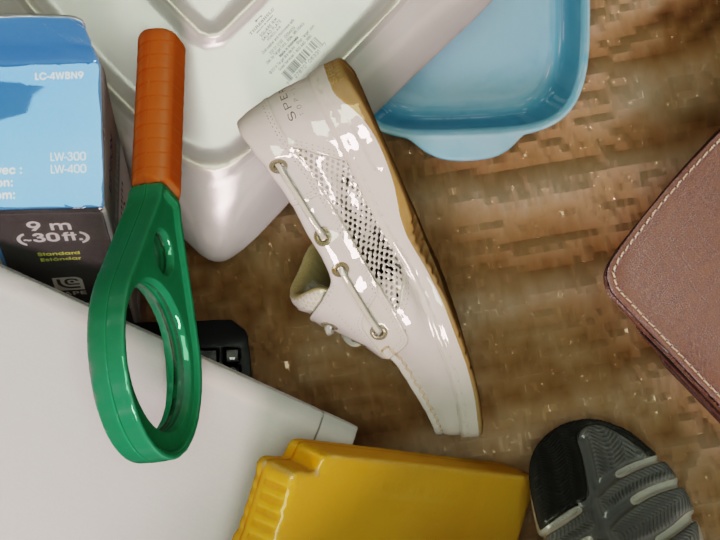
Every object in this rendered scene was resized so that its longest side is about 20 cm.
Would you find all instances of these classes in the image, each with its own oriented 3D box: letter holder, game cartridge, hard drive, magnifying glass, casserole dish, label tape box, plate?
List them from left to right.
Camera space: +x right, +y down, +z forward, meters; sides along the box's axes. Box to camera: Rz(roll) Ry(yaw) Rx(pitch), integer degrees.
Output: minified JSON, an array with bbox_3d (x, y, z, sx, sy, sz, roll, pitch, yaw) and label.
[{"bbox_3d":[-0.177,-0.034,0.862,0.143,0.200,0.066,-1,65,0],"label":"label tape box"},{"bbox_3d":[-0.114,0.089,0.860,0.200,0.027,0.132,26,86,-20],"label":"hard drive"},{"bbox_3d":[-0.089,-0.014,0.838,0.022,0.080,0.200,-8,62,18],"label":"magnifying glass"},{"bbox_3d":[-0.067,-0.138,0.907,0.200,0.032,0.200,-45,91,4],"label":"plate"},{"bbox_3d":[-0.007,0.179,0.905,0.032,0.176,0.200,18,93,41],"label":"game cartridge"},{"bbox_3d":[0.047,-0.153,0.937,0.121,0.039,0.200,-2,94,0],"label":"casserole dish"},{"bbox_3d":[0.218,-0.022,0.916,0.200,0.101,0.142,-44,91,2],"label":"letter holder"}]

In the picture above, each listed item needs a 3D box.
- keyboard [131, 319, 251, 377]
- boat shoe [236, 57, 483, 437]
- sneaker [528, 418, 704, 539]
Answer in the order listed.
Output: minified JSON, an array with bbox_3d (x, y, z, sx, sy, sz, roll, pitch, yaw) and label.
[{"bbox_3d":[-0.148,0.076,0.893,0.200,0.040,0.104,-4,82,0],"label":"keyboard"},{"bbox_3d":[0.000,0.000,0.913,0.069,0.071,0.200,-23,115,3],"label":"boat shoe"},{"bbox_3d":[0.139,0.174,0.941,0.075,0.116,0.200,-23,57,-14],"label":"sneaker"}]
